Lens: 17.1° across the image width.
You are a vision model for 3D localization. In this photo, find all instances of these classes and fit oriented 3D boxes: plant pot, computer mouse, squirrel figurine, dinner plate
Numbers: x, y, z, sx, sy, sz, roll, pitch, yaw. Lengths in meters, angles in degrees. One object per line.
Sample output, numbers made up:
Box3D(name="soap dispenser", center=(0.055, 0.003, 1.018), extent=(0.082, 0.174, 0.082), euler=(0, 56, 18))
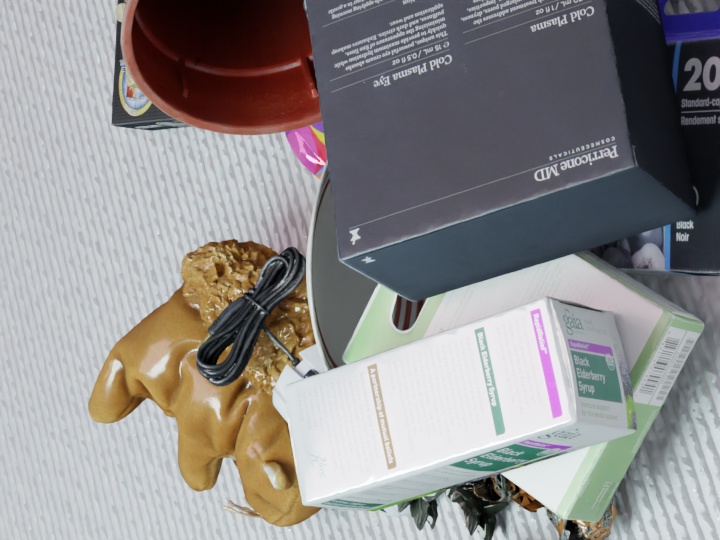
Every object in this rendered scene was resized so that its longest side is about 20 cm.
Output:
Box3D(name="plant pot", center=(-0.077, -0.231, 1.625), extent=(0.201, 0.201, 0.195), euler=(-53, 37, 35))
Box3D(name="computer mouse", center=(-0.019, 0.086, 1.671), extent=(0.200, 0.044, 0.110), euler=(44, 81, 7))
Box3D(name="squirrel figurine", center=(-0.074, 0.084, 1.753), extent=(0.187, 0.141, 0.200), euler=(47, 125, 36))
Box3D(name="dinner plate", center=(0.000, 0.000, 1.621), extent=(0.024, 0.200, 0.201), euler=(0, 85, 22))

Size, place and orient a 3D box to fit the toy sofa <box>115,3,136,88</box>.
Box3D(name="toy sofa", center=(-0.080, -0.194, 1.779), extent=(0.200, 0.083, 0.098), euler=(-9, 83, 32))

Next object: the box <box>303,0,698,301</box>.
Box3D(name="box", center=(0.083, -0.101, 1.463), extent=(0.200, 0.104, 0.182), euler=(-17, 66, 24))

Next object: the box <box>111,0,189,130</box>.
Box3D(name="box", center=(-0.126, -0.197, 1.920), extent=(0.200, 0.044, 0.161), euler=(0, 86, 52))

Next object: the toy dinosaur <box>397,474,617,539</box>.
Box3D(name="toy dinosaur", center=(0.097, 0.110, 1.584), extent=(0.136, 0.102, 0.200), euler=(-45, 33, 21))

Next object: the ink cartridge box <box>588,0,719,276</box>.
Box3D(name="ink cartridge box", center=(0.192, -0.096, 1.500), extent=(0.198, 0.043, 0.200), euler=(1, 86, 53))

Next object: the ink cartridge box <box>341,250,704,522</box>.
Box3D(name="ink cartridge box", center=(0.099, 0.046, 1.511), extent=(0.200, 0.048, 0.146), euler=(34, 103, 34))

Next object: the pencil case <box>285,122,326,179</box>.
Box3D(name="pencil case", center=(0.030, -0.139, 1.686), extent=(0.200, 0.088, 0.089), euler=(-42, 55, 39))

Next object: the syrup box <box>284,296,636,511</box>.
Box3D(name="syrup box", center=(0.059, 0.084, 1.457), extent=(0.200, 0.079, 0.082), euler=(-19, 73, 31))
